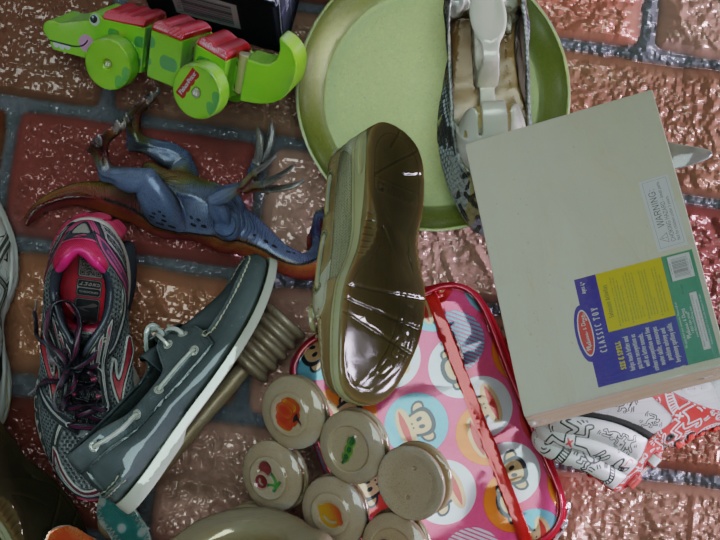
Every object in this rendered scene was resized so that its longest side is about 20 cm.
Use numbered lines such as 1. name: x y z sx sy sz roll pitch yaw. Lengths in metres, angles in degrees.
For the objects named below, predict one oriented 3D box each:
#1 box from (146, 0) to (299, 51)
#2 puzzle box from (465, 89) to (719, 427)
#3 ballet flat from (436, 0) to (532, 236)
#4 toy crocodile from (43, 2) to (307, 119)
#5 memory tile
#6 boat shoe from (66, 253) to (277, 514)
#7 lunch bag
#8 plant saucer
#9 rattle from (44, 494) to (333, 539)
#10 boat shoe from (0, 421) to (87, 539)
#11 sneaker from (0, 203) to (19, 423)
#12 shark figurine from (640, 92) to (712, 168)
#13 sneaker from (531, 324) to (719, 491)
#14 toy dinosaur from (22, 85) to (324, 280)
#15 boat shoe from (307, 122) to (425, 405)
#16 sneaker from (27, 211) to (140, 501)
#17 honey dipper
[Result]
1. box: -0.078 -0.275 1.166 0.106 0.148 0.202 14 85 1
2. puzzle box: 0.149 -0.009 1.077 0.132 0.025 0.202 -15 64 10
3. ballet flat: 0.087 -0.125 1.162 0.071 0.072 0.203 -2 84 -1
4. toy crocodile: -0.131 -0.154 1.172 0.198 0.067 0.062 19 116 22
5. memory tile: -0.026 0.183 1.125 0.152 0.017 0.202 27 111 23
6. boat shoe: -0.125 0.064 1.131 0.062 0.073 0.201 34 76 -8
7. lunch bag: 0.056 0.115 1.167 0.175 0.082 0.202 -22 86 -7
8. plant saucer: 0.052 -0.127 1.211 0.198 0.031 0.202 0 84 0
9. rattle: -0.102 0.232 1.125 0.198 0.143 0.131 -3 52 25
10. boat shoe: -0.249 0.163 1.136 0.065 0.072 0.202 -11 126 25
11. sneaker: -0.280 0.021 1.167 0.075 0.088 0.202 -8 83 1
12. shark figurine: 0.184 -0.002 1.167 0.127 0.090 0.216 -22 116 -10
13. sneaker: 0.211 0.094 1.134 0.199 0.067 0.109 8 111 -17
14. toy dinosaur: -0.106 -0.046 1.200 0.182 0.105 0.200 47 121 -6
15. boat shoe: -0.002 -0.002 1.126 0.073 0.063 0.203 22 60 -37
16. sneaker: -0.194 0.064 1.156 0.080 0.075 0.202 -1 103 0
17. honey dipper: -0.117 0.109 1.182 0.038 0.038 0.200 41 84 3
